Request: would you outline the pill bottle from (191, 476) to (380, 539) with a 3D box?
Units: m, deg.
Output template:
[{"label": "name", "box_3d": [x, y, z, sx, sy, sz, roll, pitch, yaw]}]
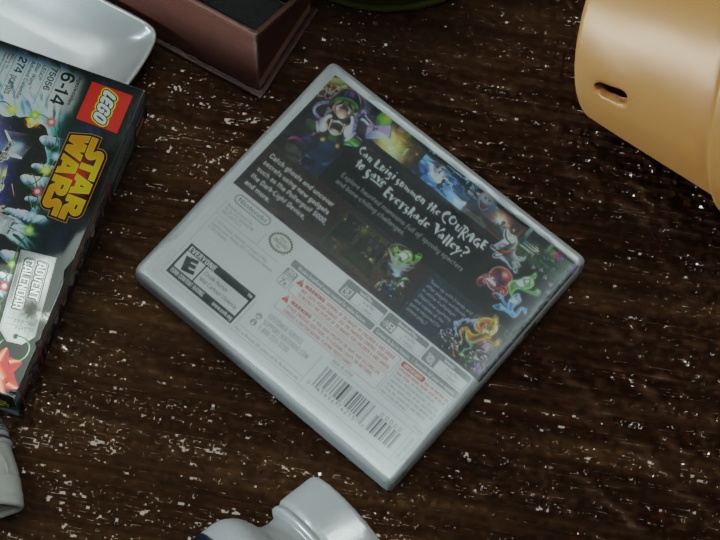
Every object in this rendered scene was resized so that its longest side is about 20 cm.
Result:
[{"label": "pill bottle", "box_3d": [-0.076, 0.203, 1.137, 0.200, 0.111, 0.111, -38, 74, -15]}]

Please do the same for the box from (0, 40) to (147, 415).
[{"label": "box", "box_3d": [-0.220, -0.033, 1.230, 0.136, 0.040, 0.201, 19, 70, 3]}]

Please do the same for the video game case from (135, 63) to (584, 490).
[{"label": "video game case", "box_3d": [0.000, 0.000, 1.267, 0.200, 0.023, 0.182, 39, 73, 13]}]

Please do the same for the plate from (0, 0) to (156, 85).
[{"label": "plate", "box_3d": [-0.253, -0.105, 1.294, 0.199, 0.032, 0.200, 27, 70, 9]}]

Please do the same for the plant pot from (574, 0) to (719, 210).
[{"label": "plant pot", "box_3d": [0.215, -0.135, 1.245, 0.139, 0.200, 0.201, 20, 68, 23]}]

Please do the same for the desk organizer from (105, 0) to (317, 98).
[{"label": "desk organizer", "box_3d": [-0.129, -0.194, 1.308, 0.199, 0.077, 0.072, 28, 70, 9]}]

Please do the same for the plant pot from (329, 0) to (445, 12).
[{"label": "plant pot", "box_3d": [0.013, -0.263, 1.245, 0.199, 0.193, 0.202, 0, 89, 3]}]

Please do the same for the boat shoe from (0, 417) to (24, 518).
[{"label": "boat shoe", "box_3d": [-0.283, 0.140, 1.181, 0.199, 0.072, 0.066, -17, 68, -16]}]
